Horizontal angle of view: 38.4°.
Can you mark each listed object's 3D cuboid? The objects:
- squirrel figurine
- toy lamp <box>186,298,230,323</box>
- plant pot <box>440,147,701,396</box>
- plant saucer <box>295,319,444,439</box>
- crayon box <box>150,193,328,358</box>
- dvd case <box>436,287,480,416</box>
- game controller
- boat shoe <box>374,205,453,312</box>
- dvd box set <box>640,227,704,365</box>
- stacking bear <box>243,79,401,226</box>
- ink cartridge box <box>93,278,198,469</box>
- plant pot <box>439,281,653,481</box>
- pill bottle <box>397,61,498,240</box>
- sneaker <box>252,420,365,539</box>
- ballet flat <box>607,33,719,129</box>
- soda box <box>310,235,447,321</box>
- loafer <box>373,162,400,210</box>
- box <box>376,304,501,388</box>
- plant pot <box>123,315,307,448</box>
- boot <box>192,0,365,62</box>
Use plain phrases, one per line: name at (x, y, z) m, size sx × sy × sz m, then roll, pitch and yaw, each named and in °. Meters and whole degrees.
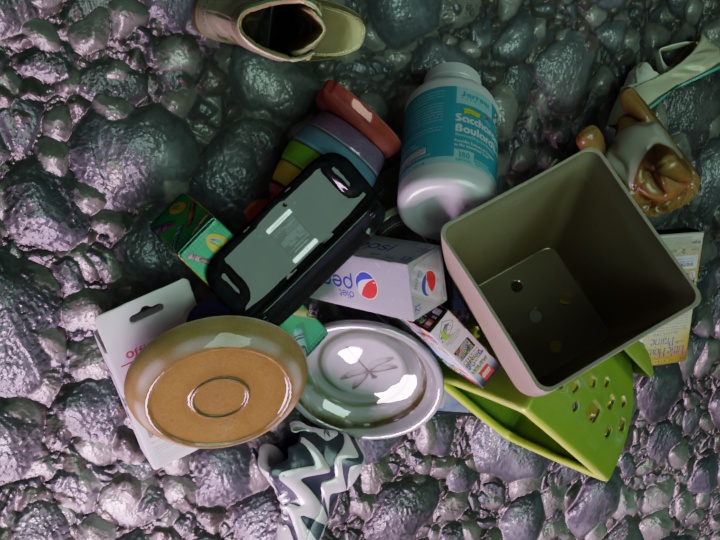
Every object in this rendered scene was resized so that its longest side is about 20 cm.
squirrel figurine at (0.326, -0.104, 1.327) m, size 0.186 × 0.142 × 0.200 m, roll -36°, pitch 146°, yaw 22°
toy lamp at (-0.128, 0.098, 1.170) m, size 0.058 × 0.058 × 0.200 m, roll -44°, pitch 143°, yaw -8°
plant pot at (0.209, 0.025, 1.127) m, size 0.199 × 0.177 × 0.201 m, roll -28°, pitch 73°, yaw -12°
plant saucer at (0.004, 0.124, 1.269) m, size 0.198 × 0.050 × 0.201 m, roll 4°, pitch 130°, yaw 4°
crayon box at (-0.135, 0.011, 1.155) m, size 0.058 × 0.119 × 0.200 m, roll -46°, pitch 120°, yaw -7°
dvd case at (0.153, 0.099, 1.387) m, size 0.142 × 0.018 × 0.202 m, roll 8°, pitch 101°, yaw -30°
game controller at (-0.066, -0.029, 1.089) m, size 0.200 × 0.042 × 0.104 m, roll -44°, pitch 105°, yaw -6°
boat shoe at (0.072, -0.005, 1.246) m, size 0.072 × 0.065 × 0.200 m, roll -29°, pitch 143°, yaw 2°
dvd box set at (0.423, 0.041, 1.498) m, size 0.145 × 0.029 × 0.202 m, roll -5°, pitch 107°, yaw -26°
stacking bear at (-0.055, -0.093, 1.148) m, size 0.113 × 0.121 × 0.201 m, roll 37°, pitch 86°, yaw -8°
ink cartridge box at (-0.223, 0.107, 1.170) m, size 0.115 × 0.068 × 0.201 m, roll -24°, pitch 116°, yaw -18°
plant pot at (0.240, 0.124, 1.318) m, size 0.199 × 0.200 × 0.182 m, roll 41°, pitch 76°, yaw -33°
pill bottle at (0.101, -0.141, 1.169) m, size 0.110 × 0.111 × 0.201 m, roll 30°, pitch 48°, yaw -31°
sneaker at (-0.095, 0.275, 1.287) m, size 0.129 × 0.080 × 0.200 m, roll 29°, pitch 103°, yaw -19°
ballet flat at (0.398, -0.258, 1.380) m, size 0.199 × 0.069 × 0.070 m, roll -30°, pitch 117°, yaw -18°
soda box at (0.000, 0.000, 1.171) m, size 0.063 × 0.199 × 0.069 m, roll -28°, pitch 118°, yaw -42°
loafer at (0.060, -0.093, 1.251) m, size 0.200 × 0.067 × 0.076 m, roll -45°, pitch 120°, yaw -8°
box at (0.072, 0.064, 1.228) m, size 0.035 × 0.200 × 0.110 m, roll -49°, pitch 120°, yaw -8°
plant pot at (-0.152, 0.130, 1.109) m, size 0.198 × 0.028 × 0.201 m, roll -9°, pitch 134°, yaw -10°
boot at (-0.061, -0.255, 1.087) m, size 0.199 × 0.155 × 0.073 m, roll 4°, pitch 104°, yaw -28°
